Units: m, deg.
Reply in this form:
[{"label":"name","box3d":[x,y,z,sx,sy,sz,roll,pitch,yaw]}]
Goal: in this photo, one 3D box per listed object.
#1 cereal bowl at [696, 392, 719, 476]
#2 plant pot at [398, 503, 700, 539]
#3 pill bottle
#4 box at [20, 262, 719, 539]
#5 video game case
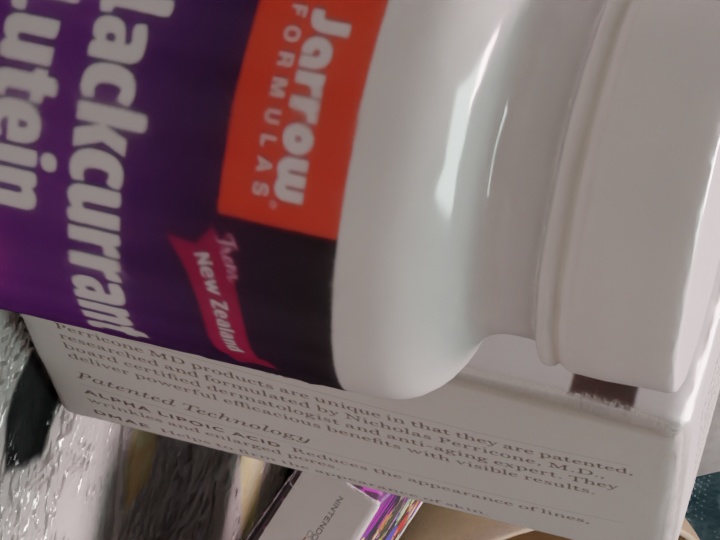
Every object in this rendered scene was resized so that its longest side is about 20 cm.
[{"label":"cereal bowl","box3d":[0.097,-0.034,0.890,0.083,0.199,0.201,37,64,-51]},{"label":"plant pot","box3d":[0.042,0.124,1.169,0.201,0.200,0.135,90,-20,-49]},{"label":"pill bottle","box3d":[-0.022,-0.036,0.543,0.111,0.199,0.112,12,90,-79]},{"label":"box","box3d":[0.023,-0.044,0.767,0.131,0.199,0.200,82,24,-67]},{"label":"video game case","box3d":[-0.033,0.132,0.967,0.182,0.036,0.200,-58,173,11]}]
